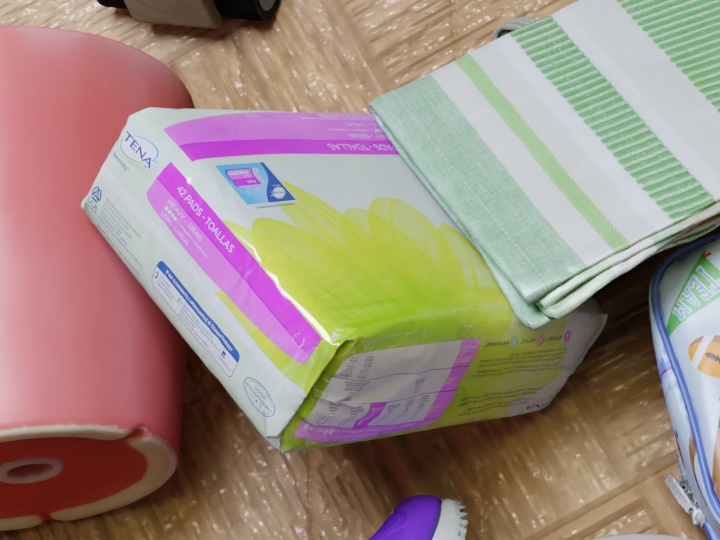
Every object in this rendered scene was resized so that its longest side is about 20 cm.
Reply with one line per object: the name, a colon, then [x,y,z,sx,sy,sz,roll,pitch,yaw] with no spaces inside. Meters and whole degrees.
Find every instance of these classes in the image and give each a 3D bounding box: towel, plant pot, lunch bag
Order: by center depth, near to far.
lunch bag: [0.222,0.049,0.940,0.198,0.076,0.161,-16,61,4]
towel: [0.124,-0.068,0.969,0.199,0.023,0.153,-27,50,-10]
plant pot: [-0.161,0.013,0.997,0.199,0.201,0.179,-13,67,7]

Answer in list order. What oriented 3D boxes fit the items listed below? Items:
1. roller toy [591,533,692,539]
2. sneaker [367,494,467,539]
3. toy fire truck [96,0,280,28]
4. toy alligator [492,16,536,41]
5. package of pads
roller toy: [0.110,0.204,0.841,0.181,0.140,0.201,11,65,20]
sneaker: [-0.019,0.146,0.895,0.099,0.070,0.200,15,31,9]
toy fire truck: [-0.078,-0.242,1.101,0.128,0.200,0.177,7,63,18]
toy alligator: [0.162,-0.093,1.048,0.199,0.060,0.054,19,25,24]
package of pads: [0.000,0.000,0.954,0.155,0.199,0.068,48,121,27]
